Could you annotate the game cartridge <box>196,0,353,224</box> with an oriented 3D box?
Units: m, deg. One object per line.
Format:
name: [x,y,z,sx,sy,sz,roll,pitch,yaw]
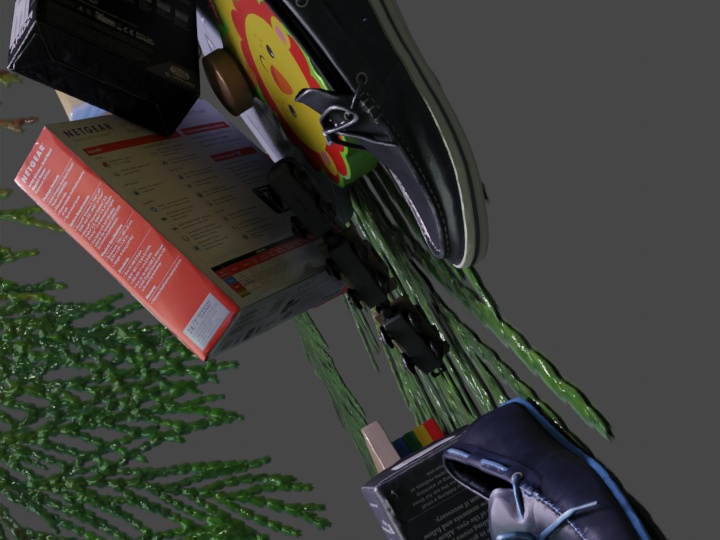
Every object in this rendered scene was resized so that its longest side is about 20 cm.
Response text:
game cartridge: [-0.072,-0.138,0.986,0.200,0.040,0.133,54,173,28]

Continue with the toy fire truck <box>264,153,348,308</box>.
toy fire truck: [-0.073,-0.045,1.314,0.201,0.049,0.141,61,172,15]

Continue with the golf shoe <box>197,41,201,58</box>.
golf shoe: [-0.234,-0.319,1.427,0.097,0.078,0.200,33,161,39]

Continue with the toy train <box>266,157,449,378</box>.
toy train: [0.000,0.000,0.874,0.200,0.034,0.046,51,-166,-24]

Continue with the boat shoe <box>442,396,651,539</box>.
boat shoe: [0.103,0.139,0.683,0.084,0.068,0.200,64,172,-15]

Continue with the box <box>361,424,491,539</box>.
box: [0.094,0.217,0.898,0.201,0.104,0.148,61,172,6]

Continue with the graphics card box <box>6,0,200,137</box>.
graphics card box: [-0.180,-0.196,0.901,0.125,0.051,0.201,22,-142,-30]

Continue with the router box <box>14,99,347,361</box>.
router box: [-0.108,-0.038,0.876,0.179,0.049,0.200,42,-155,11]

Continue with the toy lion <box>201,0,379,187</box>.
toy lion: [-0.055,-0.153,0.786,0.192,0.068,0.201,39,157,55]

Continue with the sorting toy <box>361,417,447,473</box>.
sorting toy: [0.092,0.252,1.176,0.200,0.069,0.199,56,171,36]

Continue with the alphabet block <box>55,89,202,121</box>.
alphabet block: [-0.347,-0.240,1.955,0.200,0.195,0.197,53,167,55]

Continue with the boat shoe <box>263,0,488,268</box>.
boat shoe: [0.001,-0.086,0.604,0.201,0.062,0.075,62,171,-10]
